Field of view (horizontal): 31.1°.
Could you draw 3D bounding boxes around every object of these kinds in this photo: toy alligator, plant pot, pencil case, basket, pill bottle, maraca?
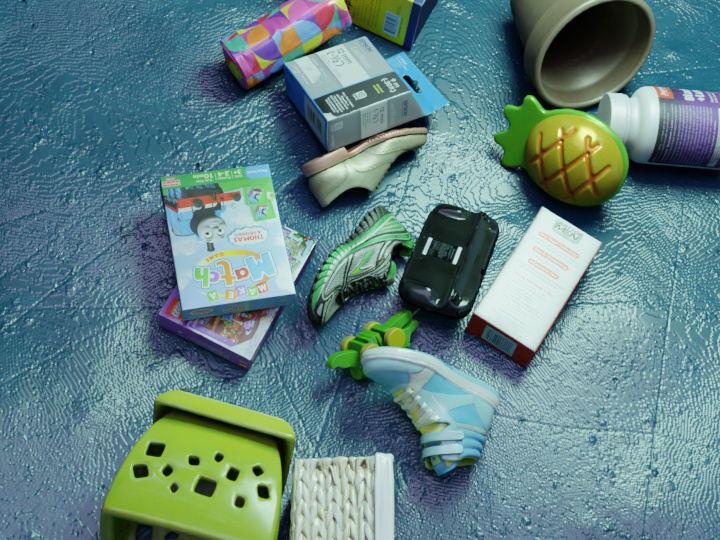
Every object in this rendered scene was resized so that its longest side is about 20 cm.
[{"bbox_3d":[0.040,0.093,1.711,0.199,0.059,0.055,-32,116,-28],"label":"toy alligator"},{"bbox_3d":[-0.181,0.263,1.513,0.197,0.201,0.182,15,56,1],"label":"plant pot"},{"bbox_3d":[0.310,-0.370,1.919,0.199,0.201,0.175,-15,49,-15],"label":"plant pot"},{"bbox_3d":[-0.106,-0.344,1.872,0.199,0.088,0.089,-32,71,-10],"label":"pencil case"},{"bbox_3d":[-0.024,0.328,1.534,0.122,0.136,0.201,2,63,-2],"label":"basket"},{"bbox_3d":[0.449,-0.209,1.883,0.198,0.112,0.112,4,62,-6],"label":"pill bottle"},{"bbox_3d":[0.285,-0.169,1.836,0.199,0.138,0.107,28,30,15],"label":"maraca"}]

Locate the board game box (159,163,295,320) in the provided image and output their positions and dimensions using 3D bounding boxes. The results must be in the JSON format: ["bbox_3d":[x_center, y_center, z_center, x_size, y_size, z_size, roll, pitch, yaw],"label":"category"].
[{"bbox_3d":[-0.177,-0.040,1.708,0.150,0.037,0.201,-8,65,-12],"label":"board game box"}]

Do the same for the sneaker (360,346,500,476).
[{"bbox_3d":[0.081,0.183,1.630,0.199,0.079,0.131,23,63,-16],"label":"sneaker"}]

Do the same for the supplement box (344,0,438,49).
[{"bbox_3d":[0.016,-0.441,1.943,0.199,0.110,0.109,25,62,6],"label":"supplement box"}]

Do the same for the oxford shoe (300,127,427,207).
[{"bbox_3d":[0.013,-0.149,1.830,0.199,0.071,0.074,-22,93,-19],"label":"oxford shoe"}]

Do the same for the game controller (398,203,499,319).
[{"bbox_3d":[0.122,-0.016,1.763,0.103,0.042,0.201,12,45,14],"label":"game controller"}]

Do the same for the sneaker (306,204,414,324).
[{"bbox_3d":[0.000,0.000,1.734,0.085,0.078,0.200,37,64,11],"label":"sneaker"}]

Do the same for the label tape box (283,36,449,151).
[{"bbox_3d":[0.009,-0.266,1.859,0.199,0.066,0.144,-23,52,-16],"label":"label tape box"}]

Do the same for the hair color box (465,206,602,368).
[{"bbox_3d":[0.237,0.021,1.765,0.101,0.061,0.200,32,65,9],"label":"hair color box"}]

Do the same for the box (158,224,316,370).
[{"bbox_3d":[-0.162,0.016,1.724,0.136,0.039,0.201,26,63,5],"label":"box"}]
